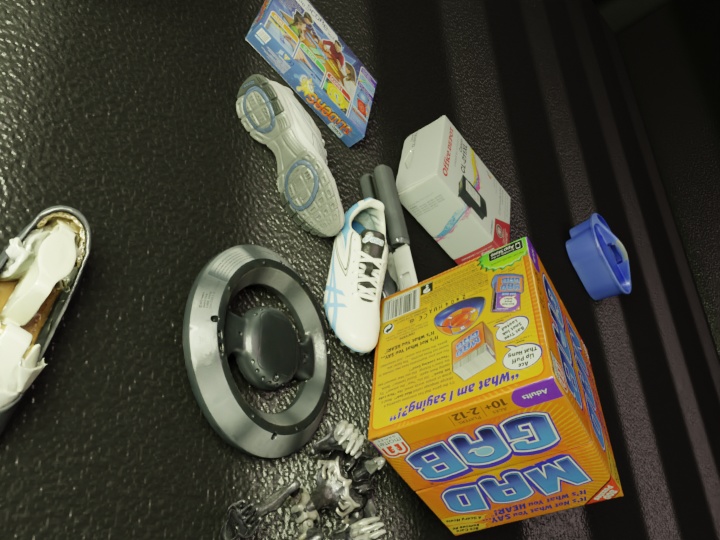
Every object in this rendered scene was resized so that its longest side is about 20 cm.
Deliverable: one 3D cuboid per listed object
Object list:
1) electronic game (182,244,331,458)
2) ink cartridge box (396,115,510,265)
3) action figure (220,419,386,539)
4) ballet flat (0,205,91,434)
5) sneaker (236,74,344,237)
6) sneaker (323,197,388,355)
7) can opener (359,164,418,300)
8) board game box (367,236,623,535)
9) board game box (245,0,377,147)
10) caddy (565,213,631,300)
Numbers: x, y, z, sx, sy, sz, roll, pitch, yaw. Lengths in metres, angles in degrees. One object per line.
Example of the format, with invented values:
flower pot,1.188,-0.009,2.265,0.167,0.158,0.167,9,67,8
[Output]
electronic game,-0.091,0.075,0.606,0.199,0.041,0.206,32,51,-48
ink cartridge box,0.152,-0.116,0.992,0.200,0.082,0.148,43,42,-29
action figure,-0.024,0.207,0.571,0.198,0.101,0.122,-19,84,-51
ballet flat,-0.236,0.033,0.423,0.073,0.072,0.204,39,44,-31
sneaker,-0.066,-0.138,0.739,0.087,0.073,0.204,-28,94,-59
sneaker,0.000,0.000,0.732,0.070,0.073,0.205,15,51,-19
can opener,0.030,-0.044,0.821,0.066,0.053,0.206,9,63,-50
board game box,0.145,0.132,0.700,0.201,0.196,0.203,52,28,-30
board game box,-0.058,-0.286,0.859,0.199,0.034,0.138,43,41,-29
caddy,0.561,-0.032,1.449,0.203,0.103,0.142,57,38,-12
